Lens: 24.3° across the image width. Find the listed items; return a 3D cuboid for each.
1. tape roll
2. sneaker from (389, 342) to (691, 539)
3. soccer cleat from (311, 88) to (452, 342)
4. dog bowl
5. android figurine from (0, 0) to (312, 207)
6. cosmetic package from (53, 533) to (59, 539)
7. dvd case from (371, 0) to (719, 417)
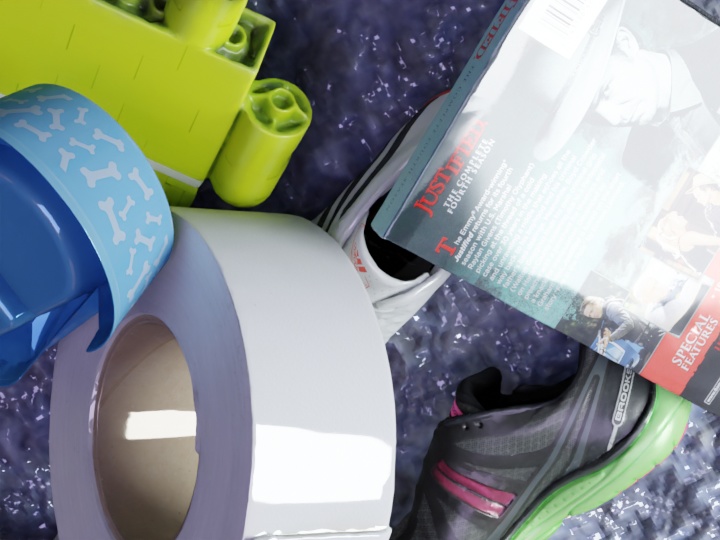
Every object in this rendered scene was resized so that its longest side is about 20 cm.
[{"bbox_3d":[-0.066,0.073,0.735,0.071,0.203,0.203,3,119,-34],"label":"tape roll"},{"bbox_3d":[0.062,0.094,0.796,0.200,0.077,0.084,-38,88,15],"label":"sneaker"},{"bbox_3d":[0.000,0.000,0.754,0.069,0.085,0.200,40,113,-7],"label":"soccer cleat"},{"bbox_3d":[-0.149,-0.016,0.721,0.112,0.050,0.200,55,145,-10],"label":"dog bowl"},{"bbox_3d":[-0.114,-0.084,0.722,0.181,0.041,0.200,24,144,-10],"label":"android figurine"},{"bbox_3d":[-0.109,0.234,0.860,0.073,0.104,0.201,-7,109,13],"label":"cosmetic package"},{"bbox_3d":[0.123,-0.034,0.700,0.199,0.022,0.146,26,101,-24],"label":"dvd case"}]
